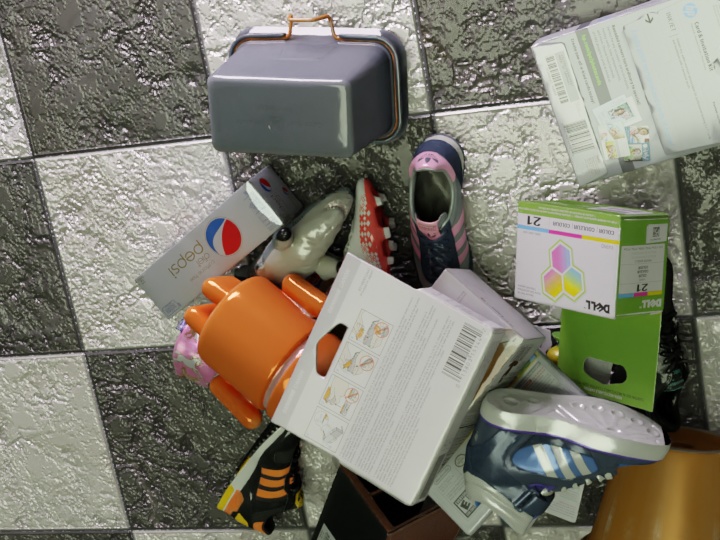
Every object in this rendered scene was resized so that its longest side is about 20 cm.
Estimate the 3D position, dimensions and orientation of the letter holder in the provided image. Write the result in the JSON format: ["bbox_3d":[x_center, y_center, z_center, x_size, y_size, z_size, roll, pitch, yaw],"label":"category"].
[{"bbox_3d":[0.036,0.292,1.670,0.101,0.141,0.201,51,144,27],"label":"letter holder"}]

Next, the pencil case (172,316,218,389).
[{"bbox_3d":[-0.115,0.107,1.652,0.199,0.083,0.087,18,126,12],"label":"pencil case"}]

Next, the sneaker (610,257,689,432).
[{"bbox_3d":[0.312,0.077,1.507,0.079,0.075,0.201,31,130,47],"label":"sneaker"}]

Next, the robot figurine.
[{"bbox_3d":[-0.094,0.085,1.553,0.200,0.144,0.117,38,156,15],"label":"robot figurine"}]

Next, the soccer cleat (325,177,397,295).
[{"bbox_3d":[0.000,0.000,1.583,0.085,0.069,0.202,-6,102,9],"label":"soccer cleat"}]

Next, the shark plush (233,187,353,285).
[{"bbox_3d":[-0.072,-0.021,1.604,0.090,0.084,0.200,23,147,-15],"label":"shark plush"}]

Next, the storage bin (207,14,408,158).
[{"bbox_3d":[-0.063,-0.187,1.504,0.198,0.134,0.147,4,112,16],"label":"storage bin"}]

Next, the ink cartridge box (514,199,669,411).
[{"bbox_3d":[0.231,0.035,1.467,0.147,0.075,0.202,12,102,52],"label":"ink cartridge box"}]

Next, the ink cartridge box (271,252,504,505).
[{"bbox_3d":[0.027,0.108,1.466,0.176,0.045,0.201,29,101,19],"label":"ink cartridge box"}]

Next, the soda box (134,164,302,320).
[{"bbox_3d":[-0.162,-0.031,1.636,0.200,0.068,0.064,-37,95,27],"label":"soda box"}]

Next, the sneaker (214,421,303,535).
[{"bbox_3d":[-0.094,0.239,1.724,0.090,0.070,0.200,36,125,-2],"label":"sneaker"}]

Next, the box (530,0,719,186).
[{"bbox_3d":[0.289,-0.186,1.439,0.199,0.041,0.157,-16,105,24],"label":"box"}]

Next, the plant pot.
[{"bbox_3d":[0.334,0.267,1.534,0.199,0.200,0.185,8,97,15],"label":"plant pot"}]

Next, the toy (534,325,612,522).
[{"bbox_3d":[0.213,0.163,1.598,0.115,0.047,0.201,18,110,27],"label":"toy"}]

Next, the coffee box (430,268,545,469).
[{"bbox_3d":[0.083,0.111,1.511,0.114,0.080,0.200,43,106,19],"label":"coffee box"}]

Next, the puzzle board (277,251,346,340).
[{"bbox_3d":[-0.043,0.076,1.670,0.150,0.017,0.201,29,116,7],"label":"puzzle board"}]

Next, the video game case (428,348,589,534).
[{"bbox_3d":[0.118,0.150,1.553,0.182,0.023,0.200,44,106,17],"label":"video game case"}]

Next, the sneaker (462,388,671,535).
[{"bbox_3d":[0.204,0.208,1.478,0.198,0.081,0.147,11,114,2],"label":"sneaker"}]

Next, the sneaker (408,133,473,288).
[{"bbox_3d":[0.078,-0.040,1.545,0.070,0.082,0.201,-1,111,18],"label":"sneaker"}]
